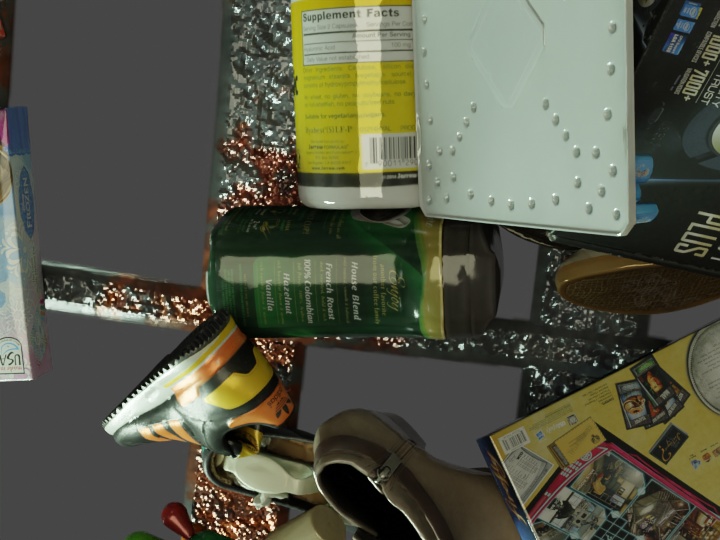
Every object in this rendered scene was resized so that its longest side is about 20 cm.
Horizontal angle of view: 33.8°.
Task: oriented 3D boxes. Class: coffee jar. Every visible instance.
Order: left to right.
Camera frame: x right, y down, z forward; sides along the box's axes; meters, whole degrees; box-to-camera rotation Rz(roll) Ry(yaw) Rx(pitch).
[{"bbox_3d":[0.000,0.000,0.815,0.196,0.104,0.087,0,105,9],"label":"coffee jar"}]

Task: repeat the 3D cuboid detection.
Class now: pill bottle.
[{"bbox_3d":[0.009,-0.146,0.791,0.109,0.111,0.204,0,97,8],"label":"pill bottle"}]

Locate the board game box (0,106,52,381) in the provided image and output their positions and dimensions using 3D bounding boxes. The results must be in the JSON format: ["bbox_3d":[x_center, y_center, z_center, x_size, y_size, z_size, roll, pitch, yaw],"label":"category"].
[{"bbox_3d":[-0.341,-0.016,0.896,0.196,0.043,0.203,-3,98,9],"label":"board game box"}]

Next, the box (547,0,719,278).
[{"bbox_3d":[0.210,-0.095,0.667,0.161,0.087,0.201,11,139,-8],"label":"box"}]

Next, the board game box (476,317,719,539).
[{"bbox_3d":[0.192,0.129,0.773,0.197,0.035,0.137,-23,82,-13],"label":"board game box"}]

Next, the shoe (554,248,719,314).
[{"bbox_3d":[0.230,-0.014,0.808,0.196,0.070,0.054,-9,55,13],"label":"shoe"}]

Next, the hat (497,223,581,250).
[{"bbox_3d":[0.136,-0.107,0.792,0.197,0.081,0.205,1,98,9],"label":"hat"}]

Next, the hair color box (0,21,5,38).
[{"bbox_3d":[-0.374,-0.195,0.868,0.197,0.064,0.113,-15,94,12],"label":"hair color box"}]

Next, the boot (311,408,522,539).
[{"bbox_3d":[0.051,0.164,0.762,0.199,0.146,0.071,37,104,6],"label":"boot"}]

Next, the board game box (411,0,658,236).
[{"bbox_3d":[0.090,-0.128,0.659,0.025,0.199,0.204,-6,98,-27],"label":"board game box"}]

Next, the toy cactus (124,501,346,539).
[{"bbox_3d":[-0.066,0.219,0.849,0.199,0.103,0.165,39,122,-12],"label":"toy cactus"}]

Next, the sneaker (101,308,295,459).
[{"bbox_3d":[-0.113,0.102,0.819,0.090,0.070,0.200,46,145,-4],"label":"sneaker"}]

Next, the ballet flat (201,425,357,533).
[{"bbox_3d":[-0.025,0.154,0.857,0.197,0.073,0.074,16,100,6],"label":"ballet flat"}]
